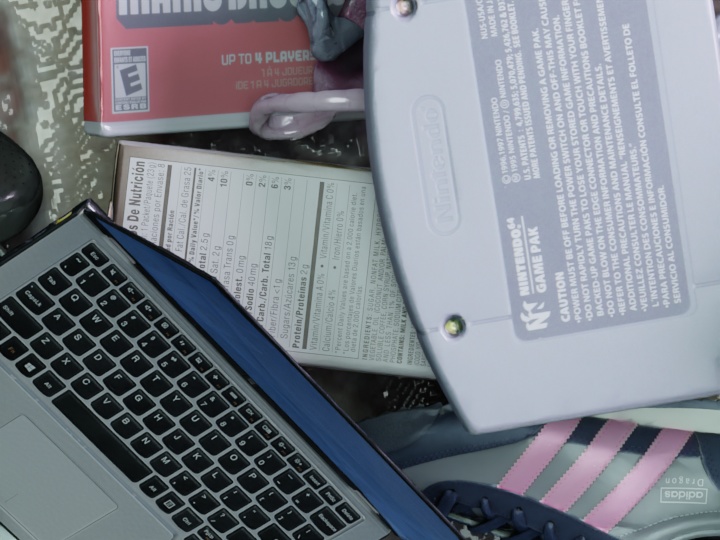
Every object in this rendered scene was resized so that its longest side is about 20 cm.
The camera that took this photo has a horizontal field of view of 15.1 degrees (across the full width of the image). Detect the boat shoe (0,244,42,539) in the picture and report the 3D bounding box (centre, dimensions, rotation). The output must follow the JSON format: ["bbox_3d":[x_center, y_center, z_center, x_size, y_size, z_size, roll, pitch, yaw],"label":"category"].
[{"bbox_3d":[-0.156,0.076,1.091,0.075,0.060,0.201,-12,88,-4],"label":"boat shoe"}]

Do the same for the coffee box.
[{"bbox_3d":[0.000,0.000,1.075,0.199,0.114,0.080,6,89,-1],"label":"coffee box"}]

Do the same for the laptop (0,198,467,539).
[{"bbox_3d":[-0.065,0.080,0.981,0.199,0.116,0.187,-32,117,22],"label":"laptop"}]

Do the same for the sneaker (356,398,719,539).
[{"bbox_3d":[0.086,0.096,1.088,0.199,0.070,0.083,0,71,-1],"label":"sneaker"}]

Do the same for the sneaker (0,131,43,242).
[{"bbox_3d":[-0.212,-0.087,1.063,0.199,0.076,0.116,21,130,-1],"label":"sneaker"}]

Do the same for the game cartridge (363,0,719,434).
[{"bbox_3d":[0.070,-0.046,0.996,0.132,0.041,0.201,-9,95,-6],"label":"game cartridge"}]

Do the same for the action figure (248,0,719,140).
[{"bbox_3d":[0.081,-0.075,1.062,0.199,0.134,0.149,33,76,-14],"label":"action figure"}]

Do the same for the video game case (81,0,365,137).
[{"bbox_3d":[-0.048,-0.157,1.074,0.142,0.017,0.201,-6,99,-35],"label":"video game case"}]
